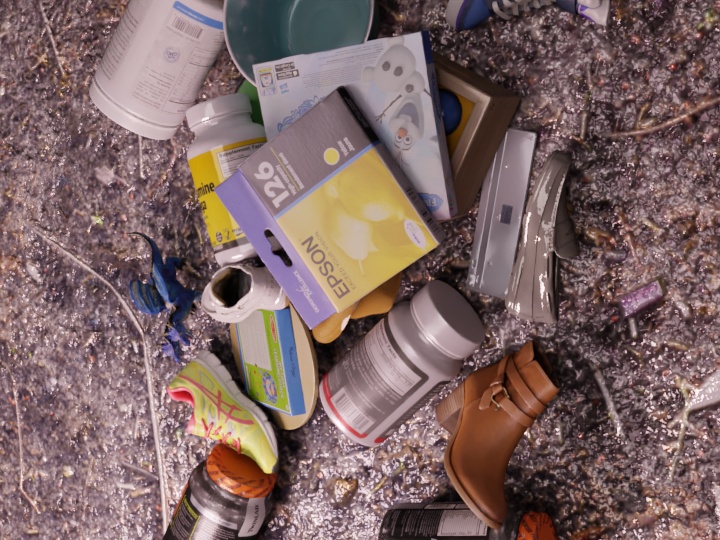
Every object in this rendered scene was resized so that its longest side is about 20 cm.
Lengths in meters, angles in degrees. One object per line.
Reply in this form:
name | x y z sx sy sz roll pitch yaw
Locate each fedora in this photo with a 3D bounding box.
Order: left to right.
fedora | 0.000 0.000 1.324 0.081 0.201 0.203 15 109 -16

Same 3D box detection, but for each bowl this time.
bowl | -0.055 -0.301 1.309 0.198 0.105 0.204 0 89 24

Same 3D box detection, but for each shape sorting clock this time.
shape sorting clock | -0.113 0.107 1.416 0.199 0.039 0.203 29 126 50

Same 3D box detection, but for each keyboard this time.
keyboard | 0.167 -0.068 1.301 0.056 0.011 0.203 13 104 19

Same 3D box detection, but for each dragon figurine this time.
dragon figurine | -0.271 0.024 1.478 0.059 0.099 0.202 -34 83 26

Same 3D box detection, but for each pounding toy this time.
pounding toy | 0.043 -0.160 1.263 0.199 0.142 0.186 31 111 20

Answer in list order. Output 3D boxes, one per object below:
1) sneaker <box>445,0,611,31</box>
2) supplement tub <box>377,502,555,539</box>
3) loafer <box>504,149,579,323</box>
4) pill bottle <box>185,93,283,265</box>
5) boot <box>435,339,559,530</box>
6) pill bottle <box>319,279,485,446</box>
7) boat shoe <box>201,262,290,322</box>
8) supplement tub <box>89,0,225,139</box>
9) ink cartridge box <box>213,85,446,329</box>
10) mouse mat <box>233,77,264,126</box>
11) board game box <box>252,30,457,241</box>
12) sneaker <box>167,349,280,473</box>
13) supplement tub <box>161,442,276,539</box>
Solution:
sneaker | 0.203 -0.306 1.203 0.200 0.080 0.147 -45 74 19
supplement tub | 0.129 0.342 1.313 0.197 0.122 0.125 -6 96 27
loafer | 0.219 -0.036 1.250 0.069 0.070 0.203 16 113 18
pill bottle | -0.157 -0.116 1.393 0.111 0.112 0.203 -16 91 27
boot | 0.169 0.182 1.256 0.154 0.073 0.201 -37 42 19
pill bottle | 0.051 0.111 1.327 0.200 0.114 0.114 -45 79 24
boat shoe | -0.160 0.022 1.369 0.199 0.069 0.072 -17 69 54
supplement tub | -0.251 -0.287 1.402 0.132 0.132 0.201 40 113 15
ink cartridge box | -0.041 -0.061 1.188 0.199 0.047 0.199 -35 92 19
mouse mat | -0.060 -0.213 1.389 0.200 0.008 0.161 46 115 12
board game box | -0.006 -0.145 1.202 0.197 0.043 0.202 -7 100 19
sneaker | -0.183 0.203 1.455 0.200 0.090 0.079 45 151 24
supplement tub | -0.194 0.342 1.479 0.122 0.122 0.202 33 111 18
